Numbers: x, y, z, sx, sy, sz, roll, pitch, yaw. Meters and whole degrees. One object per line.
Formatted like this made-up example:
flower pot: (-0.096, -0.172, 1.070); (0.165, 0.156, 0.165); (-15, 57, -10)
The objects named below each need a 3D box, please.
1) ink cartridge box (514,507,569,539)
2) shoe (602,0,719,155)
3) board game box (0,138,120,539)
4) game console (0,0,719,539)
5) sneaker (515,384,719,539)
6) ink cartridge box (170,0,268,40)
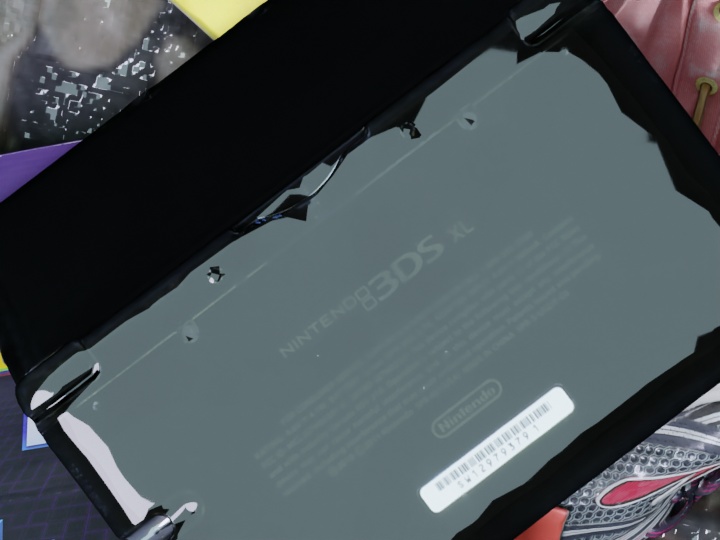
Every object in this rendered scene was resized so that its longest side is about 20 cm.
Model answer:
ink cartridge box: (-0.005, 0.160, 0.909); (0.109, 0.050, 0.200); (15, 113, 10)
shoe: (0.109, -0.118, 0.888); (0.091, 0.071, 0.201); (3, 100, 0)
board game box: (-0.057, 0.037, 0.882); (0.200, 0.057, 0.166); (-10, 64, 17)
game console: (0.000, 0.000, 0.836); (0.200, 0.116, 0.176); (-37, 89, 0)
sneaker: (0.101, 0.047, 0.903); (0.200, 0.081, 0.075); (-14, 107, 24)
ink cartridge box: (-0.020, -0.182, 0.916); (0.200, 0.047, 0.198); (41, 99, 0)
